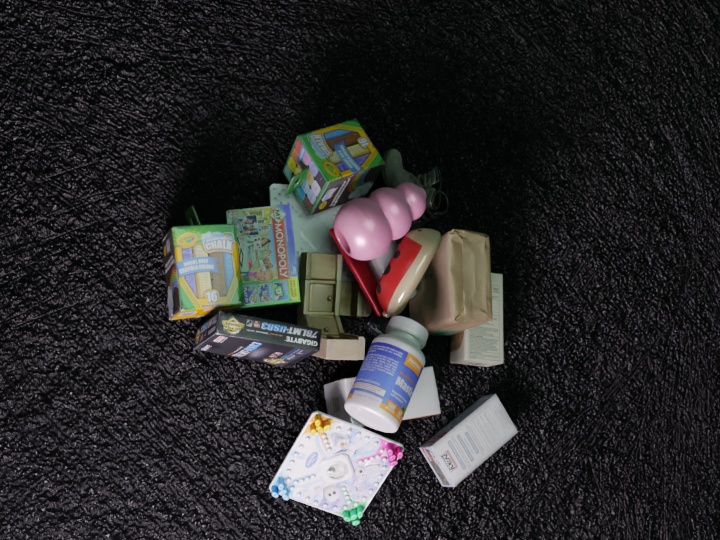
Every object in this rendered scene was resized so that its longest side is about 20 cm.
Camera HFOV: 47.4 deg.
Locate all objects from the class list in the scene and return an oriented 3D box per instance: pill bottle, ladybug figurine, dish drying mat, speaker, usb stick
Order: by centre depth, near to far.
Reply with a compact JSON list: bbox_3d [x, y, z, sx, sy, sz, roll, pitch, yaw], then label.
[{"bbox_3d":[0.057,0.192,1.549,0.111,0.112,0.202,32,66,-14],"label":"pill bottle"},{"bbox_3d":[0.090,0.000,1.642,0.071,0.136,0.202,29,87,3],"label":"ladybug figurine"},{"bbox_3d":[0.000,0.000,1.681,0.202,0.018,0.077,62,21,3],"label":"dish drying mat"},{"bbox_3d":[0.048,-0.028,1.733,0.081,0.081,0.202,-28,100,-26],"label":"speaker"},{"bbox_3d":[0.090,0.167,1.747,0.200,0.033,0.056,43,45,-10],"label":"usb stick"}]

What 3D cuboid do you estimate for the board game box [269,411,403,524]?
[{"bbox_3d":[-0.045,0.384,1.571,0.198,0.026,0.201,24,110,-17],"label":"board game box"}]

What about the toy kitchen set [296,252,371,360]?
[{"bbox_3d":[-0.022,0.069,1.628,0.161,0.180,0.203,3,89,-24],"label":"toy kitchen set"}]

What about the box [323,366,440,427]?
[{"bbox_3d":[0.043,0.260,1.658,0.197,0.124,0.099,-5,79,-24],"label":"box"}]

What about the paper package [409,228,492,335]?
[{"bbox_3d":[0.186,0.033,1.730,0.102,0.200,0.193,5,76,-22],"label":"paper package"}]

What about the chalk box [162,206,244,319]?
[{"bbox_3d":[-0.304,-0.018,1.562,0.122,0.125,0.203,-3,81,-24],"label":"chalk box"}]

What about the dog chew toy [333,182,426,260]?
[{"bbox_3d":[0.046,-0.107,1.630,0.199,0.124,0.125,-32,92,-15],"label":"dog chew toy"}]

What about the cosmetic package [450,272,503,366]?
[{"bbox_3d":[0.257,0.106,1.815,0.104,0.071,0.203,9,75,-21],"label":"cosmetic package"}]

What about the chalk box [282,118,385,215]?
[{"bbox_3d":[-0.074,-0.208,1.687,0.198,0.125,0.125,-21,70,-34],"label":"chalk box"}]

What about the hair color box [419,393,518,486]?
[{"bbox_3d":[0.233,0.362,1.754,0.199,0.061,0.100,-33,92,-27],"label":"hair color box"}]

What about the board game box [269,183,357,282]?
[{"bbox_3d":[-0.097,-0.076,1.728,0.197,0.026,0.203,2,78,-23],"label":"board game box"}]

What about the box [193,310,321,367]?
[{"bbox_3d":[-0.197,0.131,1.541,0.196,0.200,0.050,11,72,-21],"label":"box"}]

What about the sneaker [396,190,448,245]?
[{"bbox_3d":[0.111,-0.116,1.786,0.199,0.099,0.071,-38,96,-23],"label":"sneaker"}]

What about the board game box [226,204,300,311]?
[{"bbox_3d":[-0.196,-0.027,1.651,0.133,0.029,0.203,-6,80,-5],"label":"board game box"}]

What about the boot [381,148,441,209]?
[{"bbox_3d":[0.117,-0.194,1.767,0.068,0.129,0.202,43,36,-45],"label":"boot"}]
